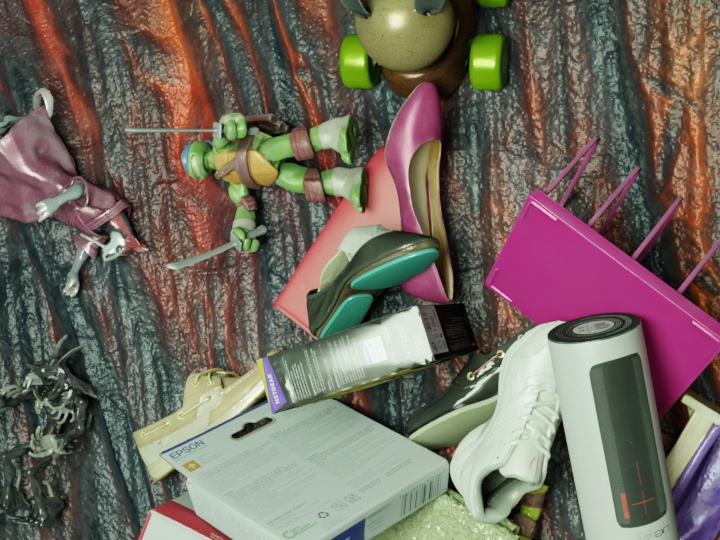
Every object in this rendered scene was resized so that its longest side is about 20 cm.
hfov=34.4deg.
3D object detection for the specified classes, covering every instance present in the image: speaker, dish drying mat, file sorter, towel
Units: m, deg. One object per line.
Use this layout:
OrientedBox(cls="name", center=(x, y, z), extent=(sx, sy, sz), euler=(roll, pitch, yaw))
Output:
OrientedBox(cls="speaker", center=(0.213, 0.143, 0.977), extent=(0.080, 0.081, 0.202), euler=(-9, 101, 16))
OrientedBox(cls="dish drying mat", center=(-0.006, -0.024, 1.189), extent=(0.077, 0.018, 0.201), euler=(36, 99, 14))
OrientedBox(cls="file sorter", center=(0.240, -0.001, 1.038), extent=(0.199, 0.139, 0.125), euler=(38, 57, 13))
OrientedBox(cls="towel", center=(0.058, 0.275, 1.113), extent=(0.199, 0.036, 0.150), euler=(22, 93, 43))

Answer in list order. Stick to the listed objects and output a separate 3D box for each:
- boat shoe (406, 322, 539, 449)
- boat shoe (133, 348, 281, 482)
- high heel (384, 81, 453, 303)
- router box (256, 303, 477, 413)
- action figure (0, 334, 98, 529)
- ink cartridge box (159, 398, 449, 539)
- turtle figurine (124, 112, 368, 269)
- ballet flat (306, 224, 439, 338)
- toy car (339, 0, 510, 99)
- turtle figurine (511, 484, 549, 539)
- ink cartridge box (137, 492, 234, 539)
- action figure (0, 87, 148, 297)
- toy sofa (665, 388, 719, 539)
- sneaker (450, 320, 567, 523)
OrientedBox(cls="boat shoe", center=(0.127, 0.111, 1.122), extent=(0.200, 0.074, 0.064), euler=(-33, 58, 18))
OrientedBox(cls="boat shoe", center=(-0.158, 0.137, 1.201), extent=(0.200, 0.074, 0.069), euler=(-39, 83, 12))
OrientedBox(cls="high heel", center=(0.068, -0.072, 1.104), extent=(0.095, 0.067, 0.202), euler=(26, 109, 38))
OrientedBox(cls="router box", center=(0.013, 0.079, 1.085), extent=(0.156, 0.200, 0.053), euler=(-20, 83, 16))
OrientedBox(cls="action figure", center=(-0.349, 0.171, 1.246), extent=(0.118, 0.102, 0.202), euler=(15, 95, 28))
OrientedBox(cls="ink cartridge box", center=(-0.053, 0.191, 1.091), extent=(0.199, 0.199, 0.041), euler=(25, 124, 39))
OrientedBox(cls="turtle figurine", center=(-0.099, -0.083, 1.136), extent=(0.192, 0.200, 0.146), euler=(-2, 100, 14))
OrientedBox(cls="ballet flat", center=(0.000, 0.000, 1.107), extent=(0.200, 0.067, 0.069), euler=(-42, 60, 45))
OrientedBox(cls="toy car", center=(0.044, -0.248, 1.083), extent=(0.162, 0.200, 0.160), euler=(3, 90, 17))
OrientedBox(cls="turtle figurine", center=(0.145, 0.283, 1.108), extent=(0.198, 0.064, 0.163), euler=(0, 79, 37))
OrientedBox(cls="ink cartridge box", center=(-0.127, 0.305, 1.124), extent=(0.143, 0.200, 0.147), euler=(23, 96, 14))
OrientedBox(cls="action figure", center=(-0.310, -0.076, 1.260), extent=(0.199, 0.134, 0.150), euler=(28, 54, 3))
OrientedBox(cls="toy sofa", center=(0.290, 0.214, 1.059), extent=(0.097, 0.083, 0.201), euler=(31, 97, 16))
OrientedBox(cls="sneaker", center=(0.151, 0.142, 1.029), extent=(0.077, 0.100, 0.202), euler=(19, 110, -12))
